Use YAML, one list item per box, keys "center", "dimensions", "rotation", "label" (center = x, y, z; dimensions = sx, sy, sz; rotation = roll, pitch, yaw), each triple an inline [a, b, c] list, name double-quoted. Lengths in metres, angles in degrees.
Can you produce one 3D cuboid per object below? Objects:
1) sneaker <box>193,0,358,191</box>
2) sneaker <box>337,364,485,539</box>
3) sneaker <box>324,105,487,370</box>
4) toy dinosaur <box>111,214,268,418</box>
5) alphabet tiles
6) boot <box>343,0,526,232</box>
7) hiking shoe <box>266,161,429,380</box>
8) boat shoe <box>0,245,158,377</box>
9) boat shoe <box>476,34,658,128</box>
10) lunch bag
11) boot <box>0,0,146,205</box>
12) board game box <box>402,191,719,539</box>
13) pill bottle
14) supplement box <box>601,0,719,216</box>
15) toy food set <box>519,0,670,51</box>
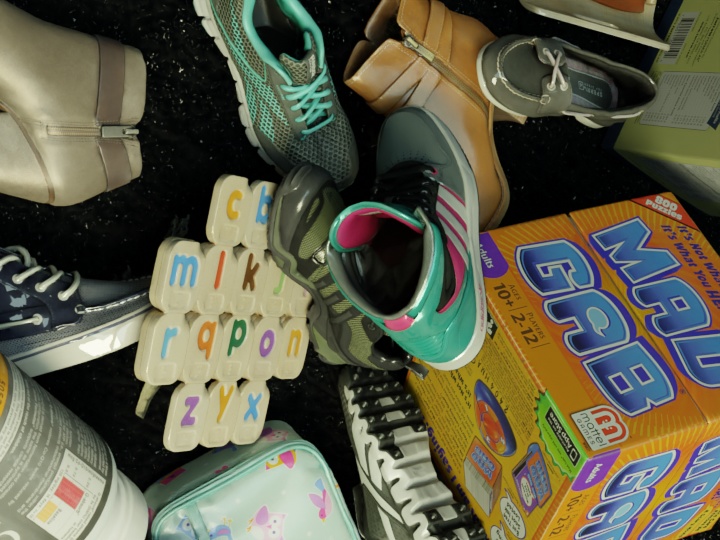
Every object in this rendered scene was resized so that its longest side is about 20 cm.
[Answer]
- center: [-0.053, -0.140, 0.934]
  dimensions: [0.077, 0.091, 0.200]
  rotation: [-36, 113, -15]
  label: "sneaker"
- center: [0.022, 0.168, 1.007]
  dimensions: [0.066, 0.200, 0.091]
  rotation: [-2, 143, -44]
  label: "sneaker"
- center: [0.025, -0.038, 0.880]
  dimensions: [0.121, 0.083, 0.201]
  rotation: [29, 46, -57]
  label: "sneaker"
- center: [-0.128, 0.012, 0.954]
  dimensions: [0.088, 0.047, 0.200]
  rotation: [41, 84, -33]
  label: "toy dinosaur"
- center: [-0.090, 0.031, 0.926]
  dimensions: [0.200, 0.015, 0.197]
  rotation: [6, 97, -61]
  label: "alphabet tiles"
- center: [0.052, -0.109, 0.993]
  dimensions: [0.155, 0.077, 0.201]
  rotation: [28, 81, -33]
  label: "boot"
- center: [0.000, 0.000, 0.951]
  dimensions: [0.076, 0.100, 0.200]
  rotation: [-57, 145, -31]
  label: "hiking shoe"
- center: [-0.220, 0.018, 0.880]
  dimensions: [0.199, 0.075, 0.093]
  rotation: [-20, 105, -9]
  label: "boat shoe"
- center: [0.169, -0.154, 1.022]
  dimensions: [0.200, 0.057, 0.067]
  rotation: [4, 78, -49]
  label: "boat shoe"
- center: [-0.079, 0.234, 0.998]
  dimensions: [0.160, 0.077, 0.201]
  rotation: [-27, 109, -20]
  label: "lunch bag"
- center: [-0.219, -0.144, 0.874]
  dimensions: [0.146, 0.070, 0.201]
  rotation: [-7, 103, -31]
  label: "boot"
- center: [0.177, 0.093, 0.985]
  dimensions: [0.199, 0.200, 0.200]
  rotation: [-12, 144, -24]
  label: "board game box"
- center: [-0.231, 0.133, 0.834]
  dimensions: [0.116, 0.116, 0.200]
  rotation: [-48, 135, -11]
  label: "pill bottle"
- center: [0.345, -0.151, 1.065]
  dimensions: [0.134, 0.200, 0.201]
  rotation: [28, 87, -28]
  label: "supplement box"
- center: [0.216, -0.295, 1.055]
  dimensions: [0.143, 0.060, 0.201]
  rotation: [8, 96, -27]
  label: "toy food set"
